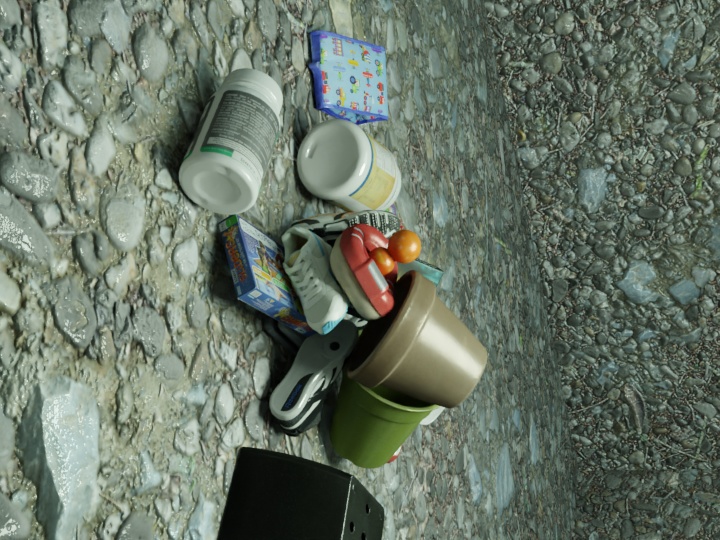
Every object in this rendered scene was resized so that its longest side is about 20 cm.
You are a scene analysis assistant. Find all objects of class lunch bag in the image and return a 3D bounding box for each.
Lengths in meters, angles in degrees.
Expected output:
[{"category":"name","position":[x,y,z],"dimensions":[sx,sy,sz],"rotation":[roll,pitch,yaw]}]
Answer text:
[{"category":"lunch bag","position":[-0.033,-0.382,1.609],"dimensions":[0.199,0.093,0.152],"rotation":[2,84,-58]}]

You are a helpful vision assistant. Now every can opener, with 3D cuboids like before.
[{"category":"can opener","position":[-0.095,0.137,1.343],"dimensions":[0.200,0.052,0.067],"rotation":[56,34,-46]}]

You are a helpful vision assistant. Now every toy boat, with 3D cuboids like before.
[{"category":"toy boat","position":[0.034,-0.017,1.252],"dimensions":[0.131,0.130,0.200],"rotation":[59,9,-11]}]

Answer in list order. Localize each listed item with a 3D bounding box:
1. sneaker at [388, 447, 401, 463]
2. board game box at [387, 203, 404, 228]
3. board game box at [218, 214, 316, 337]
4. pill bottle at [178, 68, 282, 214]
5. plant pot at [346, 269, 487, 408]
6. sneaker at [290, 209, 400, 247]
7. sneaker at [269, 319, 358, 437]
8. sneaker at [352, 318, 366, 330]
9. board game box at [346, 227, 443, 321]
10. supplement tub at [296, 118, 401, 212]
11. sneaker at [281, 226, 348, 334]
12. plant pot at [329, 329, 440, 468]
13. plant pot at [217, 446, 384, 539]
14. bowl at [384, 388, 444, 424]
[{"category":"sneaker","position":[0.021,0.268,1.580],"dimensions":[0.115,0.078,0.202],"rotation":[34,40,-50]},{"category":"board game box","position":[0.064,-0.115,1.805],"dimensions":[0.200,0.039,0.160],"rotation":[20,66,-65]},{"category":"board game box","position":[-0.133,0.010,1.239],"dimensions":[0.200,0.034,0.136],"rotation":[38,28,-55]},{"category":"pill bottle","position":[-0.178,-0.189,1.159],"dimensions":[0.113,0.112,0.201],"rotation":[59,34,-44]},{"category":"plant pot","position":[0.099,0.128,1.286],"dimensions":[0.174,0.200,0.201],"rotation":[34,39,-8]},{"category":"sneaker","position":[-0.030,-0.076,1.395],"dimensions":[0.080,0.198,0.074],"rotation":[-118,-156,-59]},{"category":"sneaker","position":[-0.072,0.177,1.316],"dimensions":[0.200,0.073,0.112],"rotation":[-49,152,-26]},{"category":"sneaker","position":[0.044,0.115,1.582],"dimensions":[0.200,0.111,0.074],"rotation":[-63,139,-53]},{"category":"board game box","position":[0.032,0.025,1.401],"dimensions":[0.199,0.028,0.136],"rotation":[23,102,-27]},{"category":"supplement tub","position":[-0.015,-0.184,1.505],"dimensions":[0.200,0.143,0.146],"rotation":[20,65,-65]},{"category":"sneaker","position":[-0.076,0.015,1.229],"dimensions":[0.081,0.076,0.201],"rotation":[36,22,-37]},{"category":"plant pot","position":[0.030,0.238,1.419],"dimensions":[0.191,0.199,0.200],"rotation":[-65,173,30]},{"category":"plant pot","position":[-0.074,0.382,1.167],"dimensions":[0.200,0.176,0.201],"rotation":[56,34,-45]},{"category":"bowl","position":[0.125,0.189,1.589],"dimensions":[0.201,0.074,0.200],"rotation":[-54,137,-4]}]
